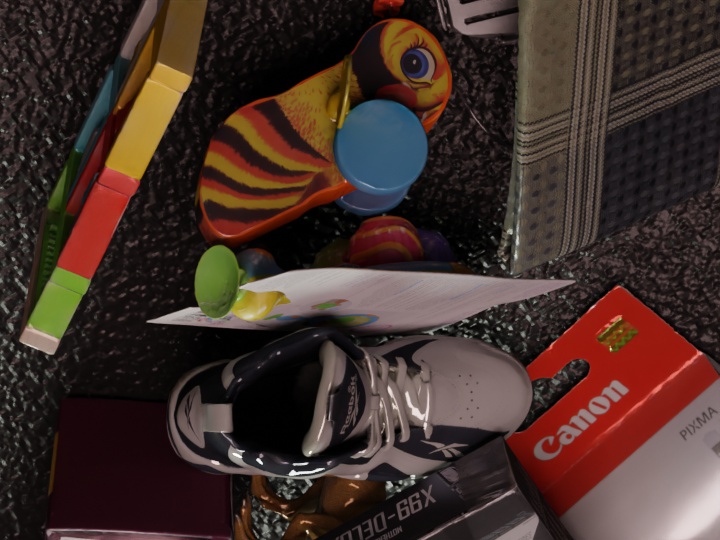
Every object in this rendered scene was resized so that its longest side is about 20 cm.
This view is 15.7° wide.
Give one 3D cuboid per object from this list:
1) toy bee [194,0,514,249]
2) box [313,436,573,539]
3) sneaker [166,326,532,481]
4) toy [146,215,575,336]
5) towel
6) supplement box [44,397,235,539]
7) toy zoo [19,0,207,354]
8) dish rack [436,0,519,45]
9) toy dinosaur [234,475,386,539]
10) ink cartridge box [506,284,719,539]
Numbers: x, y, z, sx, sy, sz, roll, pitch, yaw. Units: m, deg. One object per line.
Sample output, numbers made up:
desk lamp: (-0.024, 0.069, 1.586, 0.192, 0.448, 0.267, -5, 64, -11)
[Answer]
toy bee: (0.003, -0.083, 1.316, 0.199, 0.110, 0.131, -11, 169, -31)
box: (0.060, 0.206, 1.432, 0.157, 0.050, 0.200, -29, 122, 9)
sneaker: (0.003, 0.070, 1.351, 0.197, 0.130, 0.080, 3, 87, -10)
toy: (0.000, 0.000, 1.330, 0.199, 0.048, 0.115, -2, 167, -43)
towel: (0.146, -0.108, 1.275, 0.192, 0.035, 0.201, -23, 137, -25)
supplement box: (-0.126, 0.191, 1.446, 0.102, 0.131, 0.201, 5, 119, -5)
toy zoo: (-0.117, -0.072, 1.294, 0.020, 0.132, 0.201, 22, 118, -14)
dish rack: (0.088, -0.208, 1.253, 0.152, 0.055, 0.201, -13, 109, 4)
toy dinosaur: (-0.015, 0.148, 1.445, 0.105, 0.060, 0.202, 12, 107, 6)
ink cartridge box: (0.161, 0.124, 1.463, 0.200, 0.050, 0.162, 38, 112, -24)
